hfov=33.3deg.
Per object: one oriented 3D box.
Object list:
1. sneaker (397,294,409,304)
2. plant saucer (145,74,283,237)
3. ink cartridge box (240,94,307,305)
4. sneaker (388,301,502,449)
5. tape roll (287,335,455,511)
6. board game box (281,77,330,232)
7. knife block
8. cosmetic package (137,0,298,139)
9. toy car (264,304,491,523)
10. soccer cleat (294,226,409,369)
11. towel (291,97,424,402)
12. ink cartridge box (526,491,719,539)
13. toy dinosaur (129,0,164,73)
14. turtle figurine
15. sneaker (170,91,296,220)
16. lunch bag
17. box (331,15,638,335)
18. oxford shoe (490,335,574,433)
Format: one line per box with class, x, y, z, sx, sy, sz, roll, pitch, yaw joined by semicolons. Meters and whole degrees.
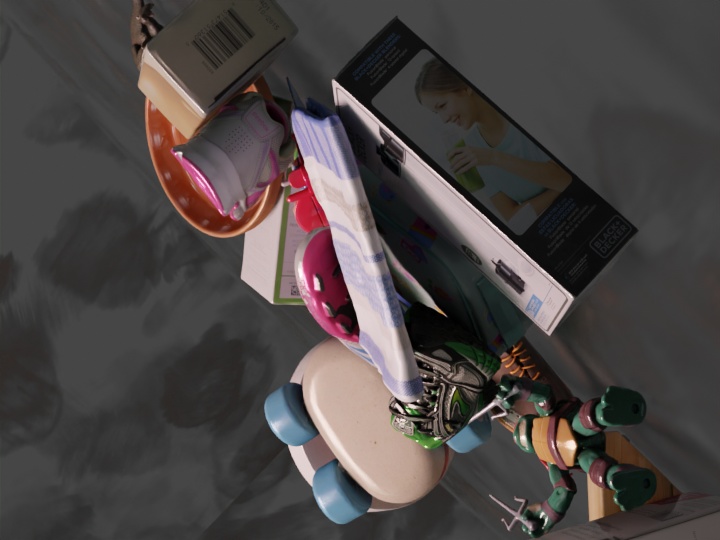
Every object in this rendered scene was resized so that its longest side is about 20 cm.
sneaker;0.051;0.029;1.283;0.078;0.070;0.200;43;179;-7
plant saucer;-0.142;-0.134;1.192;0.200;0.032;0.202;18;115;42
ink cartridge box;-0.071;-0.074;1.214;0.059;0.201;0.104;0;-166;-23
sneaker;0.061;0.092;0.946;0.078;0.085;0.200;33;165;23
tape roll;0.014;0.160;1.311;0.203;0.203;0.037;46;151;-9
board game box;-0.046;-0.076;1.050;0.200;0.039;0.159;46;-157;-84
knife block;0.246;0.277;1.144;0.200;0.176;0.064;44;171;7
cosmetic package;-0.124;-0.176;1.005;0.071;0.105;0.200;48;173;-8
toy car;0.038;0.132;1.239;0.177;0.184;0.200;57;-159;4
soccer cleat;-0.013;0.027;0.989;0.086;0.070;0.200;21;162;40
towel;-0.004;-0.017;0.832;0.147;0.024;0.201;-130;22;-74
ink cartridge box;0.226;0.258;1.035;0.147;0.199;0.083;119;135;-82
toy dinosaur;-0.213;-0.224;1.301;0.200;0.077;0.102;41;158;1
turtle figurine;0.172;0.151;1.058;0.200;0.100;0.150;-12;104;60
sneaker;-0.092;-0.096;0.979;0.081;0.088;0.200;51;180;-9
lunch bag;0.066;-0.015;0.951;0.160;0.077;0.200;38;170;30
box;0.074;-0.057;0.769;0.200;0.060;0.117;44;171;10
oxford shoe;0.143;0.096;1.144;0.200;0.071;0.073;44;168;12
